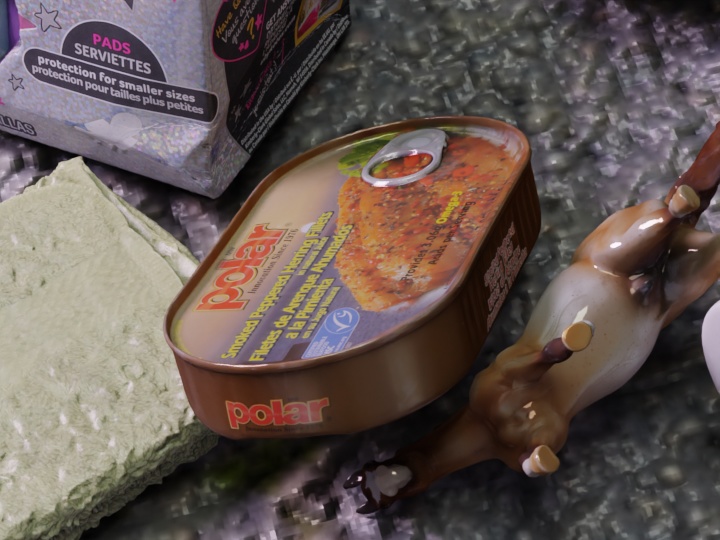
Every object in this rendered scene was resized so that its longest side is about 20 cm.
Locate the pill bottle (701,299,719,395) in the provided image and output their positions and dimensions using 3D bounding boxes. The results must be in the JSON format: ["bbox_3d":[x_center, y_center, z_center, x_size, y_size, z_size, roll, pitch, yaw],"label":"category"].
[{"bbox_3d":[0.221,-0.008,0.923,0.199,0.110,0.109,-34,56,-20],"label":"pill bottle"}]

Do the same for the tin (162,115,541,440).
[{"bbox_3d":[0.000,0.000,0.937,0.111,0.042,0.200,-1,27,20],"label":"tin"}]

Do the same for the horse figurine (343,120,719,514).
[{"bbox_3d":[0.085,0.014,0.903,0.050,0.133,0.200,42,75,-2],"label":"horse figurine"}]

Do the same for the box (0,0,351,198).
[{"bbox_3d":[-0.119,-0.134,1.042,0.199,0.115,0.132,17,46,19],"label":"box"}]

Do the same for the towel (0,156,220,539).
[{"bbox_3d":[-0.139,0.048,0.960,0.199,0.037,0.148,-34,57,-22],"label":"towel"}]
